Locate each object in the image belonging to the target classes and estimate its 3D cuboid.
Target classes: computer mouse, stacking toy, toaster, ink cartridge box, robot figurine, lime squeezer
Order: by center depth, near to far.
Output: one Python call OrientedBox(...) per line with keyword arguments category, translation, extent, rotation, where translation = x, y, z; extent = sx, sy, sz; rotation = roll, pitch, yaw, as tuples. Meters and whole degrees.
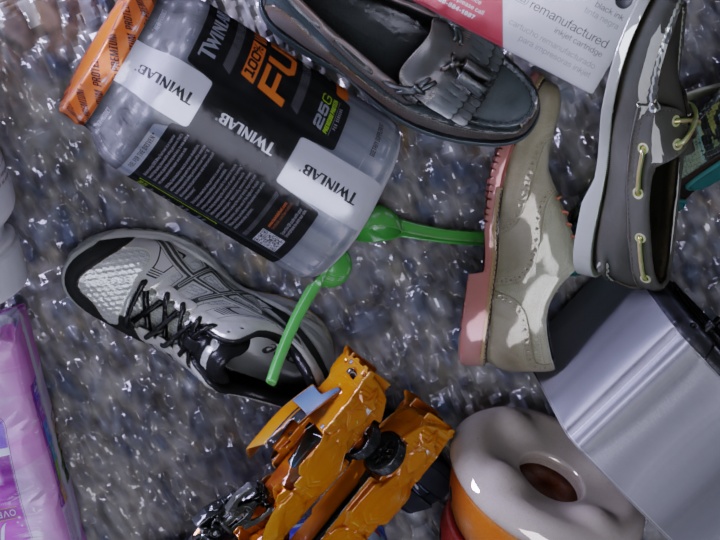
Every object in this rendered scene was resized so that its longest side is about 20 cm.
OrientedBox(category="ink cartridge box", translation=(0.131, -0.238, 1.308), extent=(0.146, 0.083, 0.201), rotation=(25, 108, -12))
OrientedBox(category="toaster", translation=(0.223, 0.101, 1.385), extent=(0.119, 0.200, 0.181), rotation=(-44, 108, 8))
OrientedBox(category="robot figurine", translation=(-0.036, 0.155, 1.388), extent=(0.200, 0.058, 0.145), rotation=(-49, 129, 4))
OrientedBox(category="lime squeezer", translation=(0.000, 0.000, 1.399), extent=(0.199, 0.038, 0.071), rotation=(-31, 99, -22))
OrientedBox(category="stacking toy", translation=(0.096, 0.209, 1.446), extent=(0.145, 0.146, 0.201), rotation=(20, 119, -11))
OrientedBox(category="computer mouse", translation=(0.059, 0.174, 1.490), extent=(0.059, 0.034, 0.200), rotation=(-41, 109, 11))

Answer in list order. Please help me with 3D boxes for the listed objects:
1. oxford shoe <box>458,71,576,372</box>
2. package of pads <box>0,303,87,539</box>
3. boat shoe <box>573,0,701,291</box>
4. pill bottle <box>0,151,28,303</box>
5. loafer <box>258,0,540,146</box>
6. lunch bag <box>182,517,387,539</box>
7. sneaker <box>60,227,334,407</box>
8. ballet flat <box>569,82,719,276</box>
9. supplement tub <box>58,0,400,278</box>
OrientedBox(category="oxford shoe", translation=(0.117, -0.030, 1.380), extent=(0.073, 0.071, 0.201), rotation=(11, 98, 9))
OrientedBox(category="package of pads", translation=(-0.269, 0.129, 1.430), extent=(0.120, 0.076, 0.201), rotation=(-10, 111, 3))
OrientedBox(category="boat shoe", translation=(0.183, -0.082, 1.307), extent=(0.060, 0.072, 0.203), rotation=(19, 119, 21))
OrientedBox(category="pill bottle", translation=(-0.289, -0.072, 1.330), extent=(0.113, 0.113, 0.201), rotation=(-15, 111, 2))
OrientedBox(category="loafer", translation=(0.024, -0.141, 1.320), extent=(0.199, 0.063, 0.072), rotation=(27, 77, 3))
OrientedBox(category="lunch bag", translation=(-0.064, 0.260, 1.490), extent=(0.199, 0.083, 0.162), rotation=(-12, 112, 1))
OrientedBox(category="sneaker", translation=(-0.107, 0.034, 1.397), extent=(0.199, 0.088, 0.076), rotation=(21, 110, -9))
OrientedBox(category="ballet flat", translation=(0.202, -0.072, 1.386), extent=(0.200, 0.074, 0.074), rotation=(-34, 110, 27))
OrientedBox(category="supplement tub", translation=(-0.085, -0.092, 1.330), extent=(0.199, 0.123, 0.123), rotation=(30, 106, -15))
